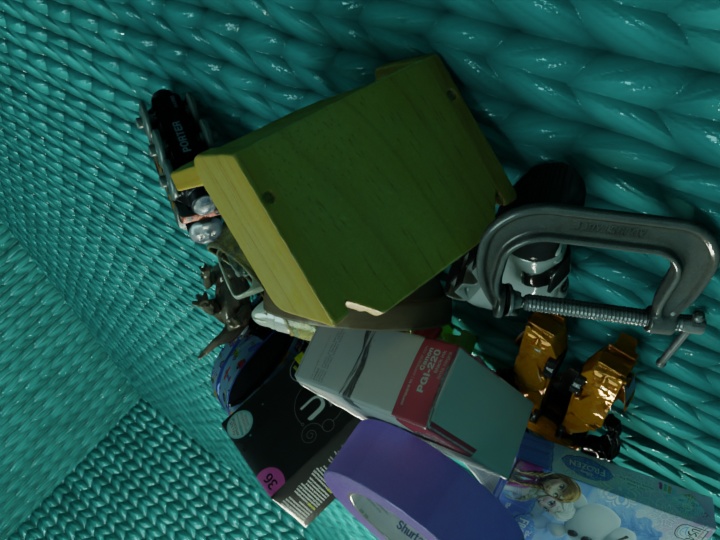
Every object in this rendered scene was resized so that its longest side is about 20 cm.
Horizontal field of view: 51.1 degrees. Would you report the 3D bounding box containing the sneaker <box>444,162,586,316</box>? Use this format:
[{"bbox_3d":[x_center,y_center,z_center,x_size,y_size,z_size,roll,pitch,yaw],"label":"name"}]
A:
[{"bbox_3d":[0.147,-0.017,0.622,0.087,0.075,0.200,25,155,-5],"label":"sneaker"}]

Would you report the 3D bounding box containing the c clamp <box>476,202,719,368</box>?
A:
[{"bbox_3d":[0.177,0.017,0.568,0.196,0.027,0.172,11,142,-3],"label":"c clamp"}]

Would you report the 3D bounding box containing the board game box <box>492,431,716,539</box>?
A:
[{"bbox_3d":[0.229,0.279,0.787,0.195,0.044,0.203,17,127,6],"label":"board game box"}]

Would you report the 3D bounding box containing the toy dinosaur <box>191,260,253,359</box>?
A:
[{"bbox_3d":[-0.185,0.037,1.106,0.084,0.204,0.136,5,166,4],"label":"toy dinosaur"}]

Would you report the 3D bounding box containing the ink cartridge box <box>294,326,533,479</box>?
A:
[{"bbox_3d":[0.051,0.122,0.758,0.198,0.086,0.145,8,157,48],"label":"ink cartridge box"}]

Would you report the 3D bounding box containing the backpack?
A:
[{"bbox_3d":[-0.150,0.152,1.177,0.133,0.200,0.184,23,150,36],"label":"backpack"}]

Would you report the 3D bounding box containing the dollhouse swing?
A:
[{"bbox_3d":[-0.026,-0.059,0.606,0.184,0.199,0.175,58,149,-3],"label":"dollhouse swing"}]

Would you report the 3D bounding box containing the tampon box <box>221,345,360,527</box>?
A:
[{"bbox_3d":[-0.067,0.225,1.075,0.150,0.199,0.127,41,168,40],"label":"tampon box"}]

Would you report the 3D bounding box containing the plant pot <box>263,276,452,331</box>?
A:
[{"bbox_3d":[0.000,0.000,0.783,0.199,0.198,0.095,11,97,50],"label":"plant pot"}]

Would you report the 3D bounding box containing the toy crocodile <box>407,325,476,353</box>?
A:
[{"bbox_3d":[0.045,0.063,0.893,0.198,0.068,0.062,28,152,26],"label":"toy crocodile"}]

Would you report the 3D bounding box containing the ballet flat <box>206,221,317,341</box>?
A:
[{"bbox_3d":[-0.116,0.024,0.900,0.201,0.070,0.071,50,159,17],"label":"ballet flat"}]

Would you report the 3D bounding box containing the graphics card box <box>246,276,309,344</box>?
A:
[{"bbox_3d":[-0.070,0.048,0.989,0.200,0.051,0.125,44,-177,13],"label":"graphics card box"}]

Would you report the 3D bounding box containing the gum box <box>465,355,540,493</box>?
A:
[{"bbox_3d":[0.173,0.213,0.868,0.201,0.066,0.114,52,-166,-17],"label":"gum box"}]

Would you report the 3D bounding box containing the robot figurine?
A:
[{"bbox_3d":[0.202,0.114,0.737,0.144,0.058,0.201,31,155,22],"label":"robot figurine"}]

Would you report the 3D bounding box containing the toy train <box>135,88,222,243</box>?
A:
[{"bbox_3d":[-0.210,-0.126,0.905,0.115,0.084,0.202,96,151,-51],"label":"toy train"}]

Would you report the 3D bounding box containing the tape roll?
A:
[{"bbox_3d":[0.059,0.236,0.739,0.198,0.066,0.201,32,155,17],"label":"tape roll"}]
